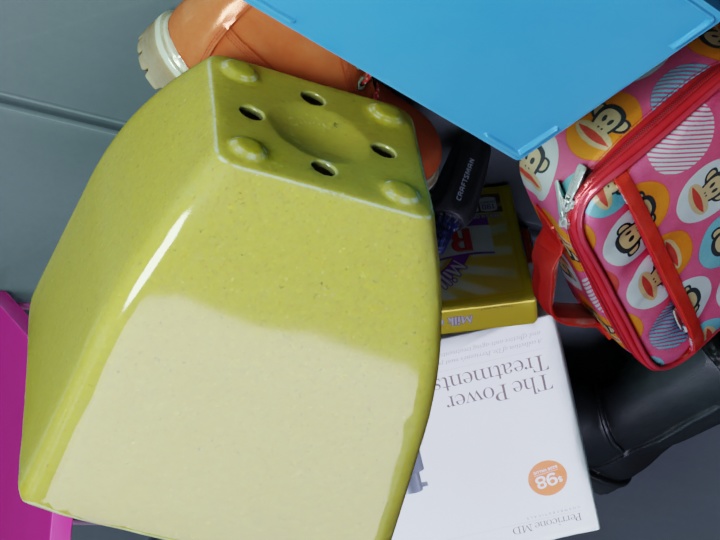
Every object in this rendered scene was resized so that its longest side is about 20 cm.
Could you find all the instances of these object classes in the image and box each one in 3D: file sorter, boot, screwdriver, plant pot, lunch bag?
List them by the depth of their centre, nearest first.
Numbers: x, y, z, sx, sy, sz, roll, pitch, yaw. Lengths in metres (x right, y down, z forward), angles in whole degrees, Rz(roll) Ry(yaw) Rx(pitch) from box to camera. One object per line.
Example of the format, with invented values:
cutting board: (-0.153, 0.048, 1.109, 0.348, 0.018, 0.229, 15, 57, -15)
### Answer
file sorter: (0.053, -0.172, 1.112, 0.139, 0.123, 0.199, -35, 137, 31)
plant pot: (-0.053, 0.009, 1.176, 0.194, 0.195, 0.201, 16, 120, -15)
boot: (-0.012, -0.105, 1.237, 0.199, 0.075, 0.107, 26, 127, -36)
screwdriver: (0.037, 0.001, 1.292, 0.028, 0.201, 0.029, -14, 131, 43)
lunch bag: (0.171, -0.037, 1.305, 0.176, 0.082, 0.200, -40, 140, -4)
file sorter: (-0.149, 0.105, 1.357, 0.125, 0.200, 0.140, 3, 103, -23)
boot: (0.166, 0.073, 1.510, 0.199, 0.077, 0.168, 23, 134, -37)

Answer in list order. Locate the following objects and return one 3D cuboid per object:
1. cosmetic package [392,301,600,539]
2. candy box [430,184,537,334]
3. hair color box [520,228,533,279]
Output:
cosmetic package: (0.035, 0.105, 1.389, 0.199, 0.052, 0.152, -13, 114, 4)
candy box: (0.000, 0.000, 1.354, 0.199, 0.103, 0.027, -7, 137, -3)
hair color box: (0.021, 0.052, 1.427, 0.199, 0.064, 0.112, -10, 113, 5)
